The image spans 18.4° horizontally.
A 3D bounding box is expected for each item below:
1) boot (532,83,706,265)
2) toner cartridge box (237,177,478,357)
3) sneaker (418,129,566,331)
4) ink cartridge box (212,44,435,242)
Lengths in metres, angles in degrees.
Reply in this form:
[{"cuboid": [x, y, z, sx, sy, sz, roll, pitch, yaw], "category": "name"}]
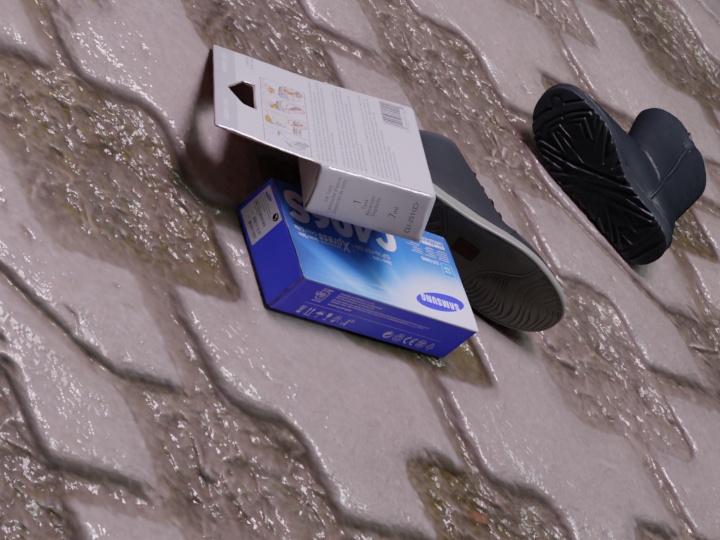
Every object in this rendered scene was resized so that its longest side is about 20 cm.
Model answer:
[{"cuboid": [0.254, -0.119, 2.155, 0.200, 0.076, 0.168, 54, 33, -11], "category": "boot"}, {"cuboid": [0.000, 0.000, 1.715, 0.200, 0.043, 0.095, 17, 45, -45], "category": "toner cartridge box"}, {"cuboid": [0.099, -0.040, 1.863, 0.200, 0.075, 0.106, 40, 31, -17], "category": "sneaker"}, {"cuboid": [-0.037, -0.101, 1.720, 0.176, 0.045, 0.200, 17, 21, -11], "category": "ink cartridge box"}]
